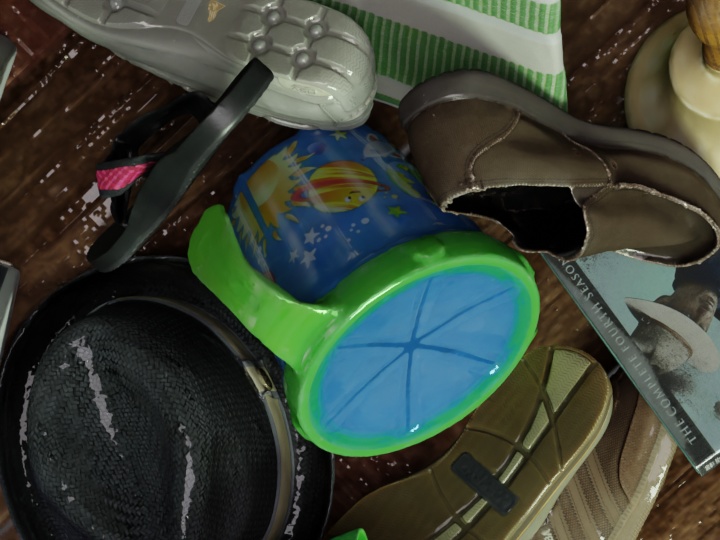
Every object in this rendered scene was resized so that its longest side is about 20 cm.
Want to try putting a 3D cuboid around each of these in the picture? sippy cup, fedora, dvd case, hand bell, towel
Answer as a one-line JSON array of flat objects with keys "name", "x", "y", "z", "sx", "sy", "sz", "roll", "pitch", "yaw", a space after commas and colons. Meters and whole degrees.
[{"name": "sippy cup", "x": 0.000, "y": 0.000, "z": 1.219, "sx": 0.139, "sy": 0.131, "sz": 0.178, "roll": -33, "pitch": 145, "yaw": -2}, {"name": "fedora", "x": -0.111, "y": 0.091, "z": 1.233, "sx": 0.199, "sy": 0.092, "sz": 0.202, "roll": -1, "pitch": 87, "yaw": 14}, {"name": "dvd case", "x": 0.212, "y": -0.011, "z": 1.252, "sx": 0.200, "sy": 0.022, "sz": 0.146, "roll": -35, "pitch": 70, "yaw": 3}, {"name": "hand bell", "x": 0.174, "y": -0.109, "z": 1.166, "sx": 0.103, "sy": 0.200, "sz": 0.105, "roll": -2, "pitch": 78, "yaw": 8}, {"name": "towel", "x": 0.030, "y": -0.137, "z": 1.163, "sx": 0.152, "sy": 0.200, "sz": 0.023, "roll": 22, "pitch": 61, "yaw": 21}]

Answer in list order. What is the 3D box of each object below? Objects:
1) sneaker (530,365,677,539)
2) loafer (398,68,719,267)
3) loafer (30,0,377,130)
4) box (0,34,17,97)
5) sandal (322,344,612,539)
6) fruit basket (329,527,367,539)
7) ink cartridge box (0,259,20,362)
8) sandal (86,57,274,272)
[{"name": "sneaker", "x": 0.114, "y": 0.113, "z": 1.292, "sx": 0.075, "sy": 0.070, "sz": 0.201, "roll": 21, "pitch": 99, "yaw": -1}, {"name": "loafer", "x": 0.099, "y": -0.031, "z": 1.184, "sx": 0.199, "sy": 0.073, "sz": 0.071, "roll": 17, "pitch": 58, "yaw": -33}, {"name": "loafer", "x": -0.084, "y": -0.118, "z": 1.218, "sx": 0.199, "sy": 0.070, "sz": 0.070, "roll": 26, "pitch": 69, "yaw": 18}, {"name": "box", "x": -0.280, "y": -0.039, "z": 1.172, "sx": 0.171, "sy": 0.200, "sz": 0.200, "roll": 21, "pitch": 100, "yaw": -9}, {"name": "sandal", "x": 0.058, "y": 0.123, "z": 1.272, "sx": 0.200, "sy": 0.054, "sz": 0.080, "roll": -46, "pitch": 66, "yaw": 3}, {"name": "fruit basket", "x": 0.019, "y": 0.234, "z": 1.193, "sx": 0.214, "sy": 0.156, "sz": 0.217, "roll": 3, "pitch": 118, "yaw": 6}, {"name": "ink cartridge box", "x": -0.213, "y": 0.108, "z": 1.207, "sx": 0.043, "sy": 0.200, "sz": 0.199, "roll": 14, "pitch": 101, "yaw": -8}, {"name": "sandal", "x": -0.097, "y": -0.059, "z": 1.198, "sx": 0.045, "sy": 0.200, "sz": 0.075, "roll": 37, "pitch": 60, "yaw": -5}]
